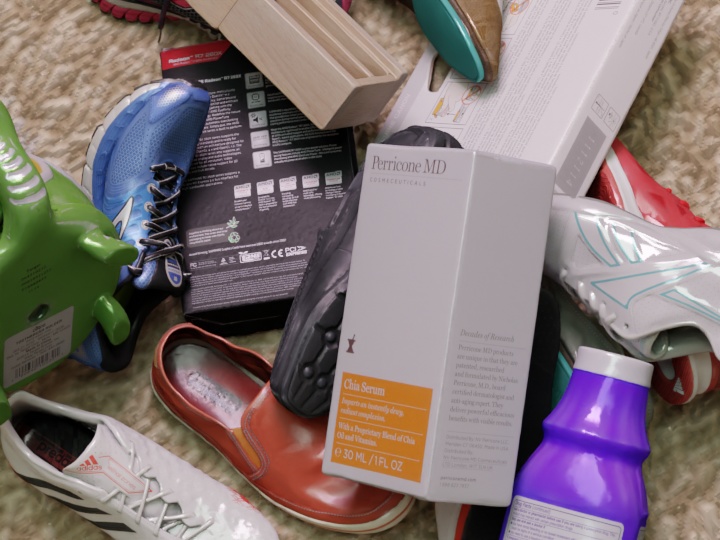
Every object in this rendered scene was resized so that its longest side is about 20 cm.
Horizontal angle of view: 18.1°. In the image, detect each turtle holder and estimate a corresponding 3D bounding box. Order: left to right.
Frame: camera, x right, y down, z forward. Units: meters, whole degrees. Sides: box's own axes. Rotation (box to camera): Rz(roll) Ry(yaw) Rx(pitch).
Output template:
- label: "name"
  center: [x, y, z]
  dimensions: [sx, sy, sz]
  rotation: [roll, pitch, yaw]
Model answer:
- label: "turtle holder"
  center: [-0.225, -0.011, 1.346]
  dimensions: [0.141, 0.186, 0.132]
  rotation: [-43, 65, -2]

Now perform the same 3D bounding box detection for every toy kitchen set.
- label: "toy kitchen set"
  center: [0.004, -0.230, 1.470]
  dimensions: [0.180, 0.163, 0.200]
  rotation: [44, 113, 13]

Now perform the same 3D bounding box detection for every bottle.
- label: "bottle"
  center: [0.127, 0.147, 1.342]
  dimensions: [0.083, 0.065, 0.202]
  rotation: [13, 87, 18]

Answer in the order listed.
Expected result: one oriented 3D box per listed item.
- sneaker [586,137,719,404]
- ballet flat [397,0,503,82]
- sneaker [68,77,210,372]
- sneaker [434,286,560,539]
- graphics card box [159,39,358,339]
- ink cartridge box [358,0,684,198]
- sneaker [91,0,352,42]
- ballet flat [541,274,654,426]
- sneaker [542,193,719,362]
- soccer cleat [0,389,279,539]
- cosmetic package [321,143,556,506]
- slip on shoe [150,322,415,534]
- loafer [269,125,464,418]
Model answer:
- label: "sneaker"
  center: [0.213, -0.008, 1.447]
  dimensions: [0.115, 0.079, 0.201]
  rotation: [-9, 60, -19]
- label: "ballet flat"
  center: [0.054, -0.198, 1.527]
  dimensions: [0.072, 0.068, 0.200]
  rotation: [-28, 43, -18]
- label: "sneaker"
  center: [-0.135, -0.026, 1.439]
  dimensions: [0.089, 0.078, 0.201]
  rotation: [31, 106, 35]
- label: "sneaker"
  center: [0.063, 0.101, 1.407]
  dimensions: [0.108, 0.067, 0.203]
  rotation: [12, 95, 52]
- label: "graphics card box"
  center: [-0.062, -0.060, 1.499]
  dimensions: [0.124, 0.051, 0.201]
  rotation: [-9, 64, 2]
- label: "ink cartridge box"
  center: [0.111, -0.130, 1.498]
  dimensions: [0.176, 0.045, 0.201]
  rotation: [5, 60, 50]
- label: "sneaker"
  center: [-0.103, -0.200, 1.555]
  dimensions: [0.198, 0.075, 0.081]
  rotation: [9, 67, 10]
- label: "ballet flat"
  center: [0.118, 0.028, 1.441]
  dimensions: [0.063, 0.068, 0.201]
  rotation: [-16, 62, -32]
- label: "sneaker"
  center: [0.158, 0.007, 1.355]
  dimensions: [0.199, 0.070, 0.081]
  rotation: [14, 78, 29]
- label: "soccer cleat"
  center: [-0.141, 0.134, 1.398]
  dimensions: [0.199, 0.085, 0.069]
  rotation: [28, 71, 18]
- label: "cosmetic package"
  center: [0.046, 0.031, 1.333]
  dimensions: [0.101, 0.071, 0.202]
  rotation: [6, 88, 51]
- label: "slip on shoe"
  center: [-0.053, 0.098, 1.419]
  dimensions: [0.199, 0.061, 0.074]
  rotation: [33, 72, 19]
- label: "loafer"
  center: [0.000, 0.000, 1.409]
  dimensions: [0.070, 0.068, 0.201]
  rotation: [11, 68, 54]
